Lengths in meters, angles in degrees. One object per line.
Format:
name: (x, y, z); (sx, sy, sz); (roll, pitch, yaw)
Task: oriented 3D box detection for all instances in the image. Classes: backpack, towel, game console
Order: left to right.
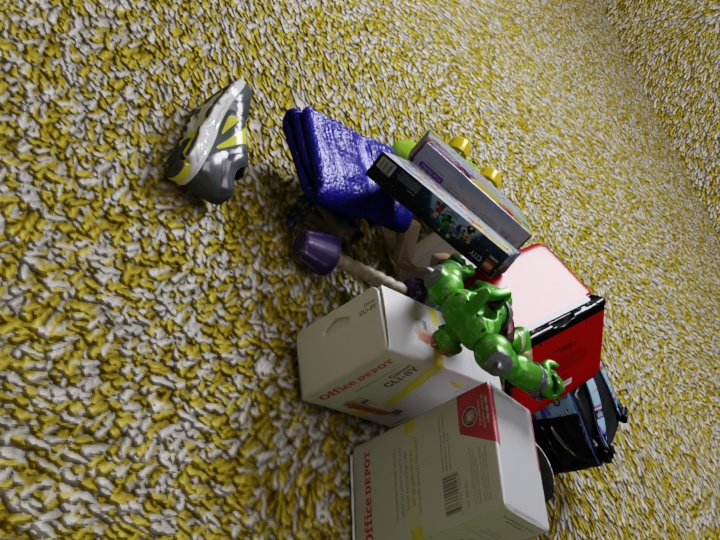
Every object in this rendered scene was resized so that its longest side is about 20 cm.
towel: (-0.009, -0.135, 1.154); (0.199, 0.049, 0.148); (13, 50, -50)
game console: (0.223, 0.079, 1.158); (0.199, 0.118, 0.173); (-20, 118, -37)
backpack: (0.293, 0.179, 1.282); (0.182, 0.134, 0.201); (-31, 99, -61)

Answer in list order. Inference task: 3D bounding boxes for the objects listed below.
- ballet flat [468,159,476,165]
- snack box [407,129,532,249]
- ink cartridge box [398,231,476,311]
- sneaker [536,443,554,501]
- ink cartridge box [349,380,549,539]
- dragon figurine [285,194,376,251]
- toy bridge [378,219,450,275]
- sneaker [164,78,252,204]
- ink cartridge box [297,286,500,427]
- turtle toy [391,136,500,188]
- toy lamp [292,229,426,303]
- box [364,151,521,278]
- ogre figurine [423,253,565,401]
ballet flat: (0.195, -0.113, 1.492); (0.068, 0.068, 0.201); (42, 31, -56)
snack box: (0.158, -0.115, 1.270); (0.200, 0.053, 0.142); (41, 15, -6)
ink cartridge box: (0.140, 0.032, 1.247); (0.128, 0.125, 0.201); (35, 38, -29)
sneaker: (0.209, 0.236, 1.210); (0.201, 0.080, 0.086); (66, 11, -3)
ink cartridge box: (0.089, 0.232, 0.936); (0.083, 0.200, 0.146); (35, 38, -35)
dragon figurine: (-0.028, -0.086, 1.189); (0.100, 0.059, 0.200); (54, 34, -5)
toy bridge: (0.064, -0.040, 1.237); (0.027, 0.068, 0.200); (-6, 35, -27)
sneaker: (-0.171, -0.155, 1.061); (0.085, 0.074, 0.201); (46, 42, -26)
ink cartridge box: (0.044, 0.112, 1.019); (0.199, 0.145, 0.084); (25, 45, -39)
turtle toy: (0.128, -0.139, 1.401); (0.200, 0.101, 0.146); (42, 58, -18)
toy lamp: (0.000, 0.000, 1.143); (0.199, 0.058, 0.058); (24, 44, -31)
box: (0.108, -0.070, 1.092); (0.200, 0.038, 0.137); (41, 12, 11)
ogre figurine: (0.133, 0.054, 0.946); (0.120, 0.098, 0.201); (15, 54, -55)
